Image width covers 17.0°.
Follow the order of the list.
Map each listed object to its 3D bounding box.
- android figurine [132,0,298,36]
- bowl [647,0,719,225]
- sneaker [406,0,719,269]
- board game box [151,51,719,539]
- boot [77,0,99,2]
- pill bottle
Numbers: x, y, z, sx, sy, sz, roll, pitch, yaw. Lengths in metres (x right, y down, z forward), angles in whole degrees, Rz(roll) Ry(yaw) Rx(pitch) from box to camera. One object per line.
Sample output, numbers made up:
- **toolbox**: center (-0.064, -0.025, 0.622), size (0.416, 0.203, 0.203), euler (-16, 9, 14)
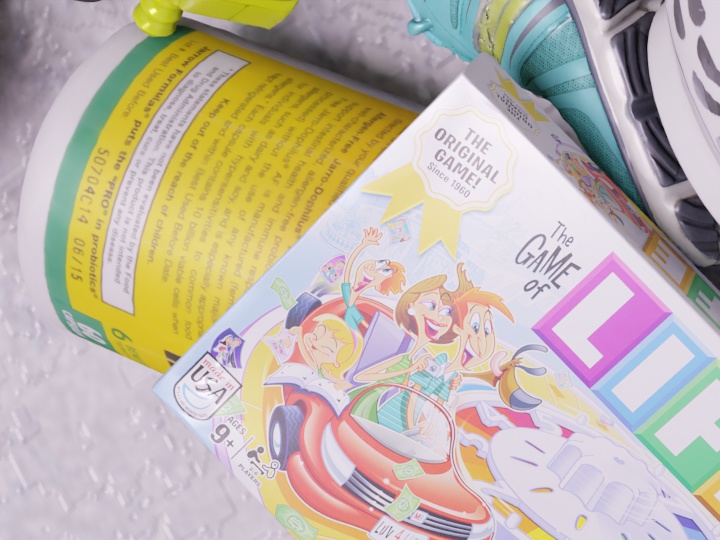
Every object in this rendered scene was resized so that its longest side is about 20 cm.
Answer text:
- **android figurine**: center (-0.028, -0.158, 0.717), size (0.200, 0.041, 0.183), euler (-55, 36, 41)
- **bowl**: center (0.139, -0.057, 0.640), size (0.094, 0.200, 0.202), euler (-29, 82, 34)
- **sneaker**: center (0.055, -0.085, 0.712), size (0.080, 0.077, 0.201), euler (-39, 76, 41)
- **board game box**: center (0.056, 0.057, 0.677), size (0.200, 0.034, 0.134), euler (45, 111, 0)
- **boot**: center (-0.118, -0.192, 0.796), size (0.067, 0.130, 0.202), euler (10, 99, 26)
- **pill bottle**: center (0.000, 0.000, 0.764), size (0.199, 0.113, 0.113), euler (22, 104, 23)
